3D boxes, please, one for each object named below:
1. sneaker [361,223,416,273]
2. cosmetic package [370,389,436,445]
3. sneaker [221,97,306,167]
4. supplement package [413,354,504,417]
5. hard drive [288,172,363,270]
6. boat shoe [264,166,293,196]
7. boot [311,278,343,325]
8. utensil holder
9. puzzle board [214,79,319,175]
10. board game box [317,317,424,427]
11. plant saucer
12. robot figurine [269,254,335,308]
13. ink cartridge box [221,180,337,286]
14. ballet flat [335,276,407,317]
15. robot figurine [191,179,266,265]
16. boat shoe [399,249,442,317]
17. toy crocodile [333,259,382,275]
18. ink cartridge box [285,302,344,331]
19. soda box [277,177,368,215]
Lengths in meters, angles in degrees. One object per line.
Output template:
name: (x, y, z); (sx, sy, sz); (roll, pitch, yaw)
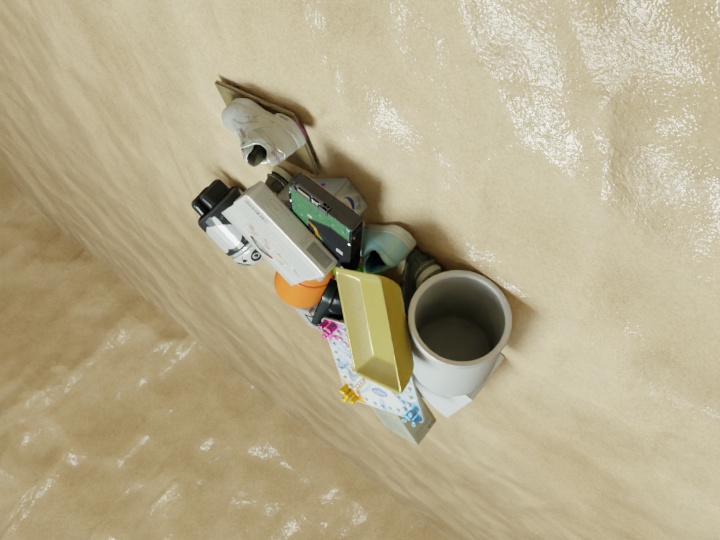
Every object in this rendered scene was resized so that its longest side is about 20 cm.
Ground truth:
sneaker: (0.023, -0.035, 1.594); (0.074, 0.082, 0.200); (47, 163, -11)
cosmetic package: (0.068, 0.265, 1.828); (0.103, 0.073, 0.200); (23, 153, 42)
sneaker: (-0.185, -0.231, 1.498); (0.200, 0.100, 0.075); (25, 158, 42)
supplement package: (0.167, 0.186, 1.749); (0.156, 0.111, 0.200); (40, 161, 6)
hard drive: (-0.060, -0.076, 1.541); (0.140, 0.038, 0.200); (37, 161, 14)
boat shoe: (-0.151, -0.122, 1.768); (0.072, 0.060, 0.202); (30, 157, 28)
boot: (-0.003, 0.091, 1.737); (0.168, 0.077, 0.200); (24, 160, -3)
utensil holder: (0.163, 0.117, 1.528); (0.170, 0.170, 0.200); (36, 161, 16)
puzzle board: (-0.164, -0.256, 1.580); (0.200, 0.017, 0.151); (29, 158, 33)
board game box: (0.017, 0.193, 1.682); (0.200, 0.026, 0.200); (12, 129, 41)
plant saucer: (0.030, 0.093, 1.510); (0.200, 0.048, 0.201); (-168, 66, -67)
robot figurine: (-0.115, 0.002, 1.841); (0.144, 0.116, 0.200); (57, 149, 15)
ink cartridge box: (-0.151, -0.063, 1.616); (0.200, 0.045, 0.176); (47, 159, -12)
ballet flat: (0.043, 0.047, 1.781); (0.200, 0.068, 0.075); (40, 139, -13)
robot figurine: (-0.276, -0.102, 1.948); (0.200, 0.125, 0.150); (47, 178, -15)
boat shoe: (0.105, 0.027, 1.611); (0.062, 0.073, 0.200); (51, 162, 21)
toy crocodile: (0.000, 0.000, 1.683); (0.067, 0.062, 0.200); (18, -172, -23)
ink cartridge box: (-0.061, 0.071, 1.925); (0.200, 0.116, 0.068); (15, 147, 52)
soda box: (-0.075, -0.124, 1.618); (0.068, 0.063, 0.200); (51, 158, -27)
